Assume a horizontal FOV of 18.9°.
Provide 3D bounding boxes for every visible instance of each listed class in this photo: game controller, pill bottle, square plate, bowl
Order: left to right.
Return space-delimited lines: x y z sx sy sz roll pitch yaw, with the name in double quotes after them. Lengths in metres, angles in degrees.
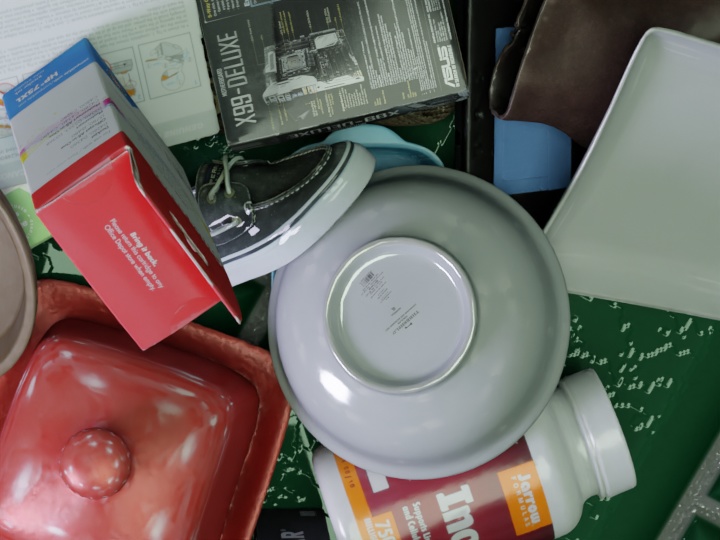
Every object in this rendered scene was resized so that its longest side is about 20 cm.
0.031 0.030 1.355 0.199 0.090 0.203 -1 86 8 "bowl"
0.076 0.138 1.445 0.199 0.113 0.114 -20 104 -1 "pill bottle"
0.109 -0.107 1.422 0.104 0.042 0.202 -5 104 -21 "game controller"
0.222 -0.061 1.412 0.197 0.029 0.201 10 123 -25 "square plate"

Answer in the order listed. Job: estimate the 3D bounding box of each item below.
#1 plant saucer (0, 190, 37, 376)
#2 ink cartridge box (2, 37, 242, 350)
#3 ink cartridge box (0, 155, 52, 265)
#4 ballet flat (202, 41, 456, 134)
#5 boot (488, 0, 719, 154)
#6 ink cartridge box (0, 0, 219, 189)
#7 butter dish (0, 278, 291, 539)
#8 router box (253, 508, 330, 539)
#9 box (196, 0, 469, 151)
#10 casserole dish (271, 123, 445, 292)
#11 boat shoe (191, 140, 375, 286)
-0.289 -0.013 1.373 0.199 0.029 0.201 11 123 18 "plant saucer"
-0.140 -0.038 1.260 0.067 0.200 0.116 -33 122 3 "ink cartridge box"
-0.231 -0.120 1.378 0.117 0.067 0.201 -29 104 0 "ink cartridge box"
-0.030 -0.119 1.410 0.198 0.046 0.068 2 102 -7 "ballet flat"
0.184 -0.166 1.383 0.166 0.072 0.201 13 109 -36 "boot"
-0.182 -0.162 1.330 0.159 0.047 0.201 -15 119 -8 "ink cartridge box"
-0.159 0.121 1.376 0.198 0.148 0.201 19 87 2 "butter dish"
-0.042 0.262 1.415 0.052 0.200 0.158 0 103 -5 "router box"
-0.028 -0.189 1.365 0.157 0.050 0.201 -13 90 2 "box"
0.000 0.000 1.444 0.120 0.039 0.202 0 102 -4 "casserole dish"
-0.080 -0.037 1.373 0.199 0.072 0.071 -30 115 32 "boat shoe"
